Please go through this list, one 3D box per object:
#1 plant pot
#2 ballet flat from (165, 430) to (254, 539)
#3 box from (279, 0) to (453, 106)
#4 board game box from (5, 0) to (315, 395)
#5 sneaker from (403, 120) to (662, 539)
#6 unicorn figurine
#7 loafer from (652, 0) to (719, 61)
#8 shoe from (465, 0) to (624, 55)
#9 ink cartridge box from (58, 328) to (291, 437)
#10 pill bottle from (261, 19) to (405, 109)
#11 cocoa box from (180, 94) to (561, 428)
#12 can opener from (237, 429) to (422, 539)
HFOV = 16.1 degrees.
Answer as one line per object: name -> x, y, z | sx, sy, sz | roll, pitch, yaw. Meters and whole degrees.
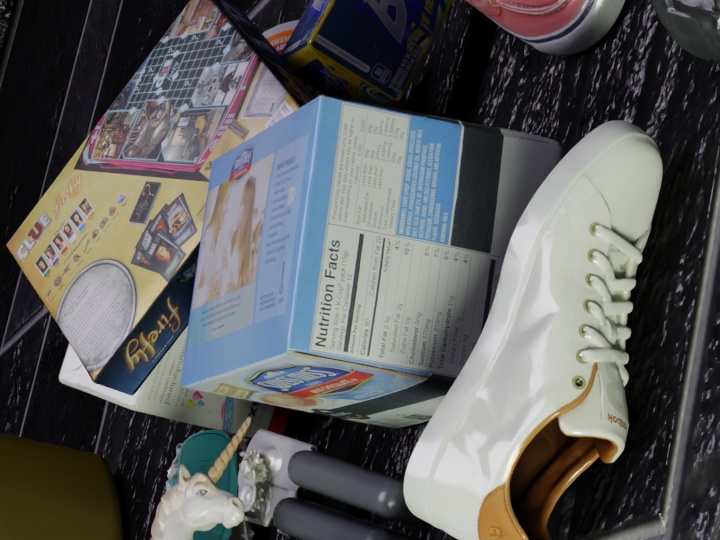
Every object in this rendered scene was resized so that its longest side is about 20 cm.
plant pot -> -0.286, 0.245, 1.952 | 0.176, 0.200, 0.200 | 37, 109, 61
ballet flat -> -0.092, 0.192, 1.591 | 0.072, 0.072, 0.200 | 126, 158, -48
box -> 0.031, -0.192, 1.479 | 0.200, 0.064, 0.070 | -63, 14, -14
board game box -> -0.111, -0.047, 1.472 | 0.200, 0.035, 0.136 | -51, 47, 14
sneaker -> 0.100, 0.034, 1.127 | 0.085, 0.073, 0.200 | 23, 88, 40
unicorn figurine -> -0.075, 0.198, 1.372 | 0.137, 0.074, 0.200 | 35, 121, 56
loafer -> 0.183, -0.179, 1.057 | 0.070, 0.068, 0.201 | 6, 71, 44
shoe -> 0.060, -0.170, 1.343 | 0.072, 0.091, 0.200 | -67, 27, 8
ink cartridge box -> -0.089, 0.038, 1.593 | 0.067, 0.200, 0.116 | 17, 89, 33
pill bottle -> -0.029, -0.047, 1.518 | 0.200, 0.109, 0.110 | -88, 22, -43
cocoa box -> 0.000, 0.000, 1.312 | 0.200, 0.131, 0.134 | 159, 120, -69
can opener -> -0.015, 0.126, 1.400 | 0.200, 0.066, 0.053 | 8, 83, 65
